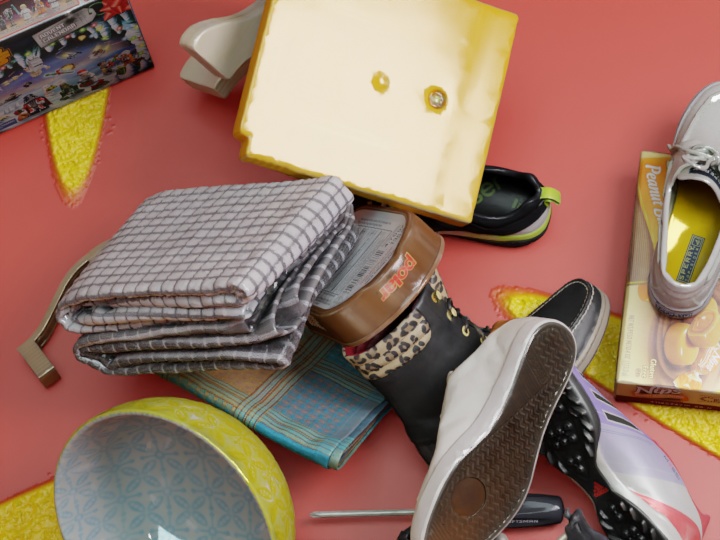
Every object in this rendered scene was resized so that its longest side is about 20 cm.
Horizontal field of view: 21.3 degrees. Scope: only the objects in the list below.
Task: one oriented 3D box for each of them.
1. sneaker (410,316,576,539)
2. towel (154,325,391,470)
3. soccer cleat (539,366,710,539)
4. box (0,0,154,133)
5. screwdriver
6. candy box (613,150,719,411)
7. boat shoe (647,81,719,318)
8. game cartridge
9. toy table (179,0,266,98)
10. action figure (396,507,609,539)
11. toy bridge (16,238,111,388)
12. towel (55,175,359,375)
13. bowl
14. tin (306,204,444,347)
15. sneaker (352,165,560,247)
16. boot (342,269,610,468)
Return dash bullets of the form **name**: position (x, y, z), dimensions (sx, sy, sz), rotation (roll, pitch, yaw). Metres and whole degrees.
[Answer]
- **sneaker**: position (0.086, 0.125, 1.410), dimensions (0.073, 0.085, 0.200), rotation (38, 74, -29)
- **towel**: position (-0.070, 0.072, 1.516), dimensions (0.200, 0.022, 0.147), rotation (28, 39, 14)
- **soccer cleat**: position (0.193, 0.139, 1.465), dimensions (0.073, 0.068, 0.200), rotation (-35, 91, -41)
- **box**: position (-0.281, -0.176, 1.599), dimensions (0.200, 0.137, 0.040), rotation (-25, 68, -4)
- **screwdriver**: position (0.060, 0.188, 1.495), dimensions (0.200, 0.029, 0.028), rotation (0, 70, -1)
- **candy box**: position (0.271, 0.009, 1.533), dimensions (0.115, 0.055, 0.200), rotation (7, 70, 7)
- **boat shoe**: position (0.267, -0.069, 1.486), dimensions (0.075, 0.086, 0.202), rotation (17, 71, 10)
- **game cartridge**: position (0.012, -0.145, 1.486), dimensions (0.200, 0.032, 0.177), rotation (16, 80, -15)
- **toy table**: position (-0.057, -0.182, 1.562), dimensions (0.184, 0.200, 0.117), rotation (19, 76, 54)
- **action figure**: position (0.088, 0.236, 1.436), dimensions (0.200, 0.119, 0.102), rotation (-5, 65, -3)
- **toy bridge**: position (-0.201, 0.010, 1.582), dimensions (0.200, 0.027, 0.067), rotation (-38, 68, -7)
- **towel**: position (-0.110, 0.004, 1.451), dimensions (0.200, 0.086, 0.166), rotation (-4, 31, 32)
- **bowl**: position (-0.124, 0.175, 1.464), dimensions (0.200, 0.200, 0.108), rotation (30, 33, 14)
- **tin**: position (0.000, 0.000, 1.479), dimensions (0.112, 0.200, 0.042), rotation (-46, 105, -9)
- **sneaker**: position (0.063, -0.067, 1.562), dimensions (0.200, 0.083, 0.072), rotation (2, 70, 5)
- **boot**: position (0.090, 0.050, 1.485), dimensions (0.200, 0.073, 0.151), rotation (-45, 117, -6)
